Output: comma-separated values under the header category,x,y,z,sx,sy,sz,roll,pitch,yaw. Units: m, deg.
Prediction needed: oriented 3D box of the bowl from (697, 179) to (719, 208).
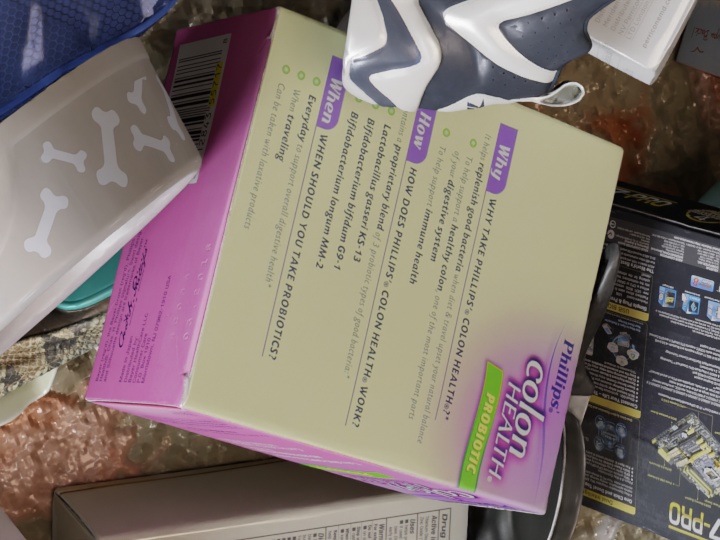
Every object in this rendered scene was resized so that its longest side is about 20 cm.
category,x,y,z,sx,sy,sz,roll,pitch,yaw
bowl,0.220,0.030,1.130,0.105,0.200,0.202,-14,113,-42

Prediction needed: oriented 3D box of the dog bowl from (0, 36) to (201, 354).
category,x,y,z,sx,sy,sz,roll,pitch,yaw
dog bowl,-0.147,-0.007,0.906,0.200,0.200,0.059,-42,93,-10

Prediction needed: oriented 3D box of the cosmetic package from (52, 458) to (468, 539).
category,x,y,z,sx,sy,sz,roll,pitch,yaw
cosmetic package,-0.050,0.154,1.117,0.199,0.073,0.104,-5,108,-26

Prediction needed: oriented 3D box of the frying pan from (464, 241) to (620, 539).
category,x,y,z,sx,sy,sz,roll,pitch,yaw
frying pan,0.090,0.069,1.093,0.031,0.115,0.191,12,99,-19

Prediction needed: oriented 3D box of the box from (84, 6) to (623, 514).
category,x,y,z,sx,sy,sz,roll,pitch,yaw
box,0.000,0.000,1.011,0.199,0.096,0.177,18,79,-31

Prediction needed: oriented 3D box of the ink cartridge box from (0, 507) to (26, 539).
category,x,y,z,sx,sy,sz,roll,pitch,yaw
ink cartridge box,-0.182,0.230,1.030,0.085,0.147,0.202,-6,109,-26

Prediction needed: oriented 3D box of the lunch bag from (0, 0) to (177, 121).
category,x,y,z,sx,sy,sz,roll,pitch,yaw
lunch bag,-0.190,-0.125,0.920,0.199,0.132,0.137,-32,107,-24

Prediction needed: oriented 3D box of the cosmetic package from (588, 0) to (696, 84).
category,x,y,z,sx,sy,sz,roll,pitch,yaw
cosmetic package,0.060,-0.162,1.005,0.199,0.102,0.074,27,94,6

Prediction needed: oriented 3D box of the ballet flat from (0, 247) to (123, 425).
category,x,y,z,sx,sy,sz,roll,pitch,yaw
ballet flat,-0.150,0.027,1.036,0.199,0.068,0.076,-29,137,-17

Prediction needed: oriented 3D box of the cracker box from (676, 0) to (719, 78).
category,x,y,z,sx,sy,sz,roll,pitch,yaw
cracker box,0.246,-0.182,1.128,0.057,0.134,0.201,11,101,-31

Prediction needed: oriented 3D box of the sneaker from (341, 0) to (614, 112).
category,x,y,z,sx,sy,sz,roll,pitch,yaw
sneaker,0.070,-0.158,0.915,0.129,0.079,0.201,11,91,-2

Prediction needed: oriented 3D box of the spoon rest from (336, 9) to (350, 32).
category,x,y,z,sx,sy,sz,roll,pitch,yaw
spoon rest,0.056,-0.136,1.098,0.099,0.061,0.200,32,103,-30

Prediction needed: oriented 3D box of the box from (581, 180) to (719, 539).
category,x,y,z,sx,sy,sz,roll,pitch,yaw
box,0.140,0.043,1.105,0.049,0.199,0.163,-11,111,-44
